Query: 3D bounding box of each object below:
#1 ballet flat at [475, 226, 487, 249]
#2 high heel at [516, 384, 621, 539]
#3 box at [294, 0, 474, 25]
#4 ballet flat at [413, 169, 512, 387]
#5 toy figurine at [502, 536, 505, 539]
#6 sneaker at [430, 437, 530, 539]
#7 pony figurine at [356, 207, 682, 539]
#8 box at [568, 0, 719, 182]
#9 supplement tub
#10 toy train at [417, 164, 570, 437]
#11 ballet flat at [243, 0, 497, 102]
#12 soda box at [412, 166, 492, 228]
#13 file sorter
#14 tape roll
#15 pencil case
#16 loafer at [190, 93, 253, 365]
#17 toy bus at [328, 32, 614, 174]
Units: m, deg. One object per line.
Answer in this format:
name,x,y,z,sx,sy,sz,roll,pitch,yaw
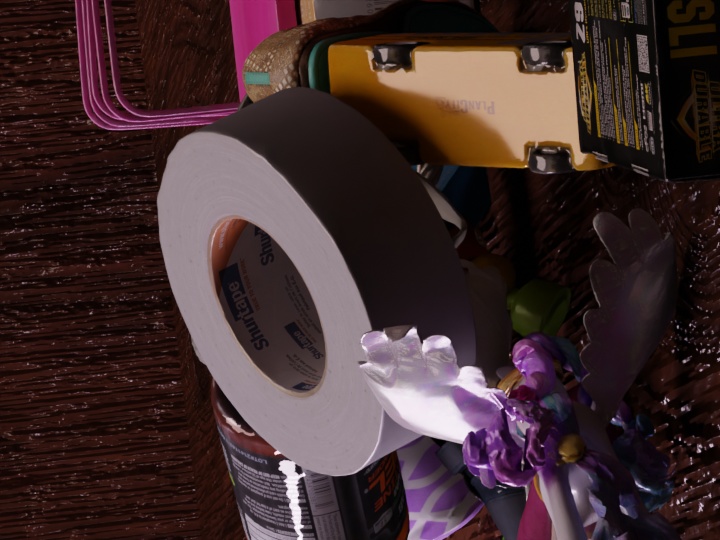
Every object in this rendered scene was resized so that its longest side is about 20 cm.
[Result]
ballet flat,0.030,-0.011,1.953,0.199,0.065,0.071,-6,94,50
high heel,0.115,0.149,1.652,0.200,0.067,0.097,110,163,-57
box,0.003,-0.174,1.935,0.200,0.106,0.153,157,107,-79
ballet flat,0.041,0.000,1.626,0.200,0.069,0.070,55,159,22
toy figurine,0.028,0.254,1.827,0.150,0.183,0.201,99,162,-57
sneaker,0.057,0.081,1.817,0.078,0.079,0.201,116,139,-69
pony figurine,0.099,0.086,1.468,0.193,0.166,0.201,73,177,-57
box,0.134,-0.147,1.375,0.160,0.049,0.201,-141,45,-79
supplement tub,-0.026,0.130,1.850,0.107,0.106,0.201,-106,3,-45
toy train,0.069,0.004,1.693,0.085,0.115,0.201,-32,-42,-52
ballet flat,0.005,-0.121,1.704,0.065,0.200,0.071,3,95,37
soda box,0.000,0.000,1.765,0.200,0.064,0.068,-54,-28,-27
file sorter,-0.118,-0.163,1.957,0.200,0.125,0.140,177,88,-80
tape roll,-0.026,0.007,1.593,0.200,0.066,0.201,38,142,36
pencil case,0.007,0.091,1.943,0.200,0.084,0.086,55,-150,-13
loafer,-0.062,-0.036,1.800,0.070,0.069,0.201,90,-173,-62
toy bus,0.067,-0.089,1.553,0.199,0.078,0.066,4,102,45
